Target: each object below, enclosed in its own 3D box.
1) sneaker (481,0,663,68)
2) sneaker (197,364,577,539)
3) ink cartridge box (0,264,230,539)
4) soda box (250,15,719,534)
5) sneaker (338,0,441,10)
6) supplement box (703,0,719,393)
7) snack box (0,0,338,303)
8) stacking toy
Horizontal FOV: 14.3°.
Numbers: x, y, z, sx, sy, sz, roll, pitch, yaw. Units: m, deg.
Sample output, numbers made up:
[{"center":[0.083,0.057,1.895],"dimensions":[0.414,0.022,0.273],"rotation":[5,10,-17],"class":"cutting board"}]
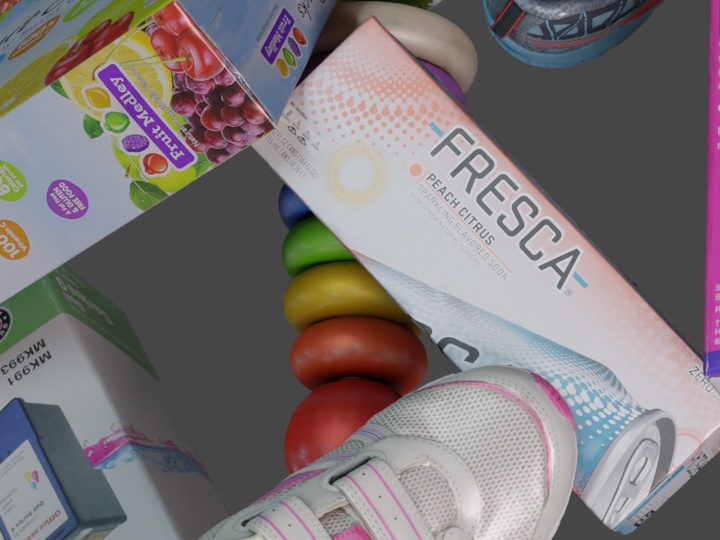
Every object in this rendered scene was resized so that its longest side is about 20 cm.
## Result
[{"center":[0.126,-0.159,1.111],"dimensions":[0.079,0.096,0.200],"rotation":[39,93,6],"class":"sneaker"},{"center":[-0.008,0.107,0.984],"dimensions":[0.200,0.088,0.081],"rotation":[-41,81,3],"class":"sneaker"},{"center":[-0.132,0.111,1.131],"dimensions":[0.145,0.088,0.200],"rotation":[-36,54,7],"class":"ink cartridge box"},{"center":[0.050,0.002,1.049],"dimensions":[0.068,0.064,0.200],"rotation":[-44,77,3],"class":"soda box"},{"center":[-0.042,-0.130,1.230],"dimensions":[0.200,0.076,0.105],"rotation":[-15,40,23],"class":"sneaker"},{"center":[0.186,-0.039,1.017],"dimensions":[0.103,0.101,0.200],"rotation":[-9,60,27],"class":"supplement box"},{"center":[-0.103,-0.071,1.113],"dimensions":[0.200,0.068,0.169],"rotation":[-29,20,29],"class":"snack box"},{"center":[0.000,0.000,1.127],"dimensions":[0.085,0.085,0.200],"rotation":[-7,68,27],"class":"stacking toy"}]
